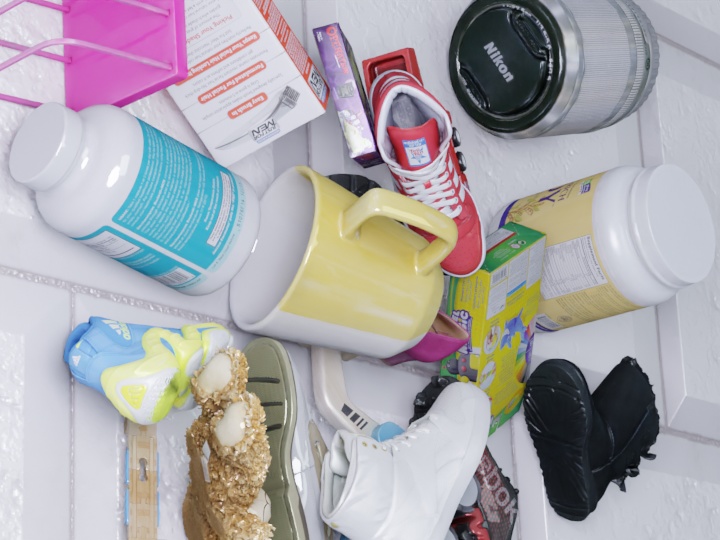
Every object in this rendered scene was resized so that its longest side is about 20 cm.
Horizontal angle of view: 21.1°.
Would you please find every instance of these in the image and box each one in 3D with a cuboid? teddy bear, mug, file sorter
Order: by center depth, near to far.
[{"bbox_3d":[-0.098,0.151,1.528,0.067,0.145,0.200,-12,120,-21],"label":"teddy bear"},{"bbox_3d":[-0.234,-0.240,1.546,0.125,0.139,0.201,12,68,-45],"label":"file sorter"},{"bbox_3d":[-0.005,0.007,1.660,0.153,0.186,0.150,22,87,-25],"label":"mug"}]

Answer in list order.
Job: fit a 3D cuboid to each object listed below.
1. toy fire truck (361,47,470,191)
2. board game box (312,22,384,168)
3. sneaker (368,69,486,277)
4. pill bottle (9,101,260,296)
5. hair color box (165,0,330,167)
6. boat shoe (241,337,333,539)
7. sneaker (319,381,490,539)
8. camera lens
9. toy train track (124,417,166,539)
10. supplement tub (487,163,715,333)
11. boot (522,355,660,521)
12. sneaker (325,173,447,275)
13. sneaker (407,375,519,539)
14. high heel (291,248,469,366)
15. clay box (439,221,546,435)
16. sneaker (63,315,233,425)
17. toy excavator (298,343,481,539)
[{"bbox_3d":[0.063,-0.109,1.873,0.141,0.049,0.201,-2,78,-74],"label":"toy fire truck"},{"bbox_3d":[-0.008,-0.157,1.779,0.200,0.032,0.120,-15,92,-87],"label":"board game box"},{"bbox_3d":[0.061,-0.081,1.722,0.112,0.071,0.200,-112,178,-82],"label":"sneaker"},{"bbox_3d":[-0.184,-0.063,1.561,0.200,0.111,0.111,30,55,-40],"label":"pill bottle"},{"bbox_3d":[-0.125,-0.201,1.670,0.200,0.111,0.064,57,17,-19],"label":"hair color box"},{"bbox_3d":[-0.066,0.158,1.655,0.068,0.075,0.201,9,73,-57],"label":"boat shoe"},{"bbox_3d":[0.035,0.152,1.645,0.116,0.074,0.200,38,51,-17],"label":"sneaker"},{"bbox_3d":[0.202,-0.221,2.027,0.200,0.160,0.160,-10,84,-50],"label":"camera lens"},{"bbox_3d":[-0.176,0.203,1.533,0.114,0.033,0.200,8,62,-20],"label":"toy train track"},{"bbox_3d":[0.244,-0.024,1.973,0.145,0.200,0.146,21,61,-44],"label":"supplement tub"},{"bbox_3d":[0.243,0.143,1.984,0.162,0.073,0.199,-40,128,-42],"label":"boot"},{"bbox_3d":[0.013,-0.031,1.807,0.200,0.079,0.076,22,65,-38],"label":"sneaker"},{"bbox_3d":[0.100,0.198,1.828,0.098,0.071,0.201,0,79,-49],"label":"sneaker"},{"bbox_3d":[0.012,0.014,1.771,0.200,0.096,0.068,41,49,-33],"label":"high heel"},{"bbox_3d":[0.124,0.066,1.870,0.115,0.048,0.200,-31,135,-50],"label":"clay box"},{"bbox_3d":[-0.173,0.063,1.556,0.076,0.105,0.200,-63,171,8],"label":"sneaker"},{"bbox_3d":[0.007,0.160,1.726,0.200,0.100,0.195,42,46,-20],"label":"toy excavator"}]
